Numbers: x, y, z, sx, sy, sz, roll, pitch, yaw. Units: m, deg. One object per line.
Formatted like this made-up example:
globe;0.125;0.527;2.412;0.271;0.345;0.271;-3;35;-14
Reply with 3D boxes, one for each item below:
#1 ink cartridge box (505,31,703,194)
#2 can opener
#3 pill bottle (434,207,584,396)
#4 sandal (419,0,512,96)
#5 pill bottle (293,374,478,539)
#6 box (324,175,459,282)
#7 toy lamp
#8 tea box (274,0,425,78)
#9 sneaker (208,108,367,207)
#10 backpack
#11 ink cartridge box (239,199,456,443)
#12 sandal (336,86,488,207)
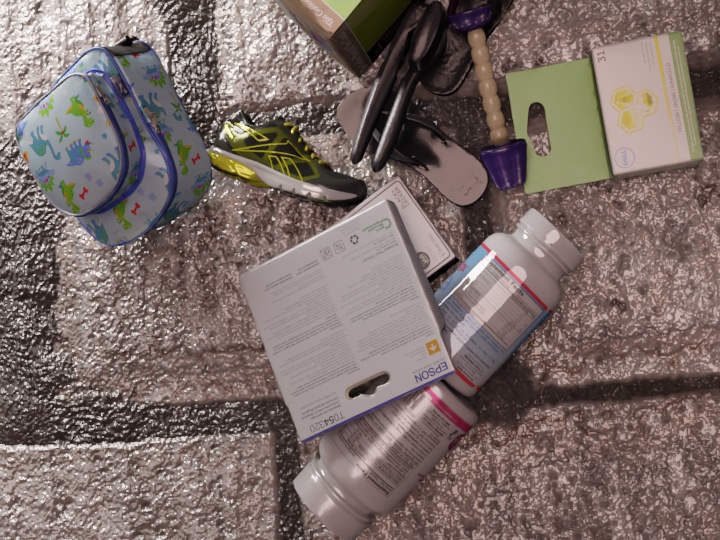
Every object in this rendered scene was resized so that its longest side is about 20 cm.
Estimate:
ink cartridge box;0.271;-0.175;1.382;0.197;0.048;0.148;-10;86;6
can opener;0.039;-0.208;1.380;0.063;0.079;0.202;27;92;20
pill bottle;0.149;0.032;1.357;0.109;0.109;0.200;44;93;9
sandal;0.127;-0.296;1.409;0.074;0.048;0.203;23;92;10
pill bottle;0.026;0.194;1.365;0.113;0.113;0.200;44;94;9
box;0.000;0.000;1.407;0.199;0.060;0.117;-38;82;5
toy lamp;0.146;-0.191;1.381;0.057;0.058;0.203;-15;101;8
tea box;0.000;-0.344;1.356;0.133;0.200;0.197;41;93;9
sneaker;-0.082;-0.131;1.420;0.197;0.074;0.086;18;89;10
backpack;-0.283;-0.134;1.404;0.182;0.147;0.202;-32;92;33
ink cartridge box;-0.013;0.056;1.334;0.194;0.043;0.203;-25;79;17
sandal;0.061;-0.149;1.414;0.199;0.043;0.077;32;92;9
